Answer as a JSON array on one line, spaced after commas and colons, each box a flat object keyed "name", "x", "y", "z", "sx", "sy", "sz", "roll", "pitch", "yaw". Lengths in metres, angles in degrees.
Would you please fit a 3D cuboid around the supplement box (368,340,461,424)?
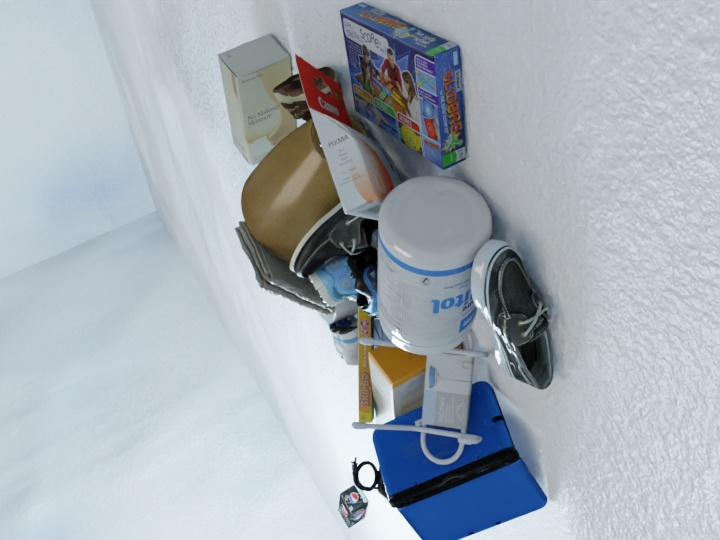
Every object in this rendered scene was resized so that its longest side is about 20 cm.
[{"name": "supplement box", "x": 0.086, "y": 0.180, "z": 1.157, "sx": 0.074, "sy": 0.125, "sz": 0.201, "roll": 49, "pitch": 156, "yaw": 38}]

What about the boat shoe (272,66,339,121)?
[{"name": "boat shoe", "x": -0.067, "y": -0.250, "z": 1.104, "sx": 0.075, "sy": 0.074, "sz": 0.202, "roll": 59, "pitch": 172, "yaw": -22}]

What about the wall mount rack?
[{"name": "wall mount rack", "x": 0.084, "y": 0.162, "z": 1.025, "sx": 0.074, "sy": 0.172, "sz": 0.202, "roll": 18, "pitch": -104, "yaw": -68}]

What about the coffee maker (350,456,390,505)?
[{"name": "coffee maker", "x": 0.108, "y": 0.351, "z": 1.223, "sx": 0.200, "sy": 0.190, "sz": 0.136, "roll": 148, "pitch": 109, "yaw": -70}]

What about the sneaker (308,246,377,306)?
[{"name": "sneaker", "x": 0.000, "y": 0.000, "z": 1.152, "sx": 0.079, "sy": 0.090, "sz": 0.200, "roll": 56, "pitch": -159, "yaw": 2}]

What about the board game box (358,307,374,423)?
[{"name": "board game box", "x": 0.010, "y": 0.142, "z": 1.218, "sx": 0.096, "sy": 0.030, "sz": 0.202, "roll": 69, "pitch": -157, "yaw": -81}]

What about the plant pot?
[{"name": "plant pot", "x": -0.064, "y": -0.138, "z": 1.098, "sx": 0.187, "sy": 0.185, "sz": 0.200, "roll": 59, "pitch": 149, "yaw": 12}]

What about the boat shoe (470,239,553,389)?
[{"name": "boat shoe", "x": 0.181, "y": 0.051, "z": 0.837, "sx": 0.071, "sy": 0.072, "sz": 0.201, "roll": 27, "pitch": 150, "yaw": 47}]

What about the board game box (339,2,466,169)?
[{"name": "board game box", "x": 0.047, "y": -0.218, "z": 0.871, "sx": 0.200, "sy": 0.034, "sz": 0.136, "roll": 44, "pitch": 153, "yaw": 45}]

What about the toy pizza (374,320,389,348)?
[{"name": "toy pizza", "x": 0.052, "y": 0.128, "z": 1.295, "sx": 0.200, "sy": 0.031, "sz": 0.202, "roll": 166, "pitch": 90, "yaw": -74}]

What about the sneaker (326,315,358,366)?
[{"name": "sneaker", "x": -0.025, "y": 0.123, "z": 1.381, "sx": 0.200, "sy": 0.074, "sz": 0.088, "roll": -93, "pitch": -9, "yaw": -78}]

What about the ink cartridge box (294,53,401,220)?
[{"name": "ink cartridge box", "x": -0.004, "y": -0.164, "z": 0.929, "sx": 0.162, "sy": 0.050, "sz": 0.202, "roll": -1, "pitch": -106, "yaw": -72}]

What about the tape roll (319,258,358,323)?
[{"name": "tape roll", "x": -0.055, "y": -0.012, "z": 1.335, "sx": 0.204, "sy": 0.070, "sz": 0.203, "roll": 90, "pitch": 154, "yaw": -46}]

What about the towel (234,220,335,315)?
[{"name": "towel", "x": -0.119, "y": -0.001, "z": 1.201, "sx": 0.200, "sy": 0.034, "sz": 0.133, "roll": 30, "pitch": -153, "yaw": -55}]

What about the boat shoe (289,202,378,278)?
[{"name": "boat shoe", "x": -0.018, "y": -0.053, "z": 1.043, "sx": 0.068, "sy": 0.200, "sz": 0.072, "roll": 53, "pitch": -167, "yaw": 17}]

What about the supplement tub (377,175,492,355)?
[{"name": "supplement tub", "x": 0.085, "y": -0.003, "z": 0.908, "sx": 0.132, "sy": 0.131, "sz": 0.201, "roll": 51, "pitch": 159, "yaw": 32}]

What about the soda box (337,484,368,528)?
[{"name": "soda box", "x": -0.024, "y": 0.718, "z": 2.277, "sx": 0.071, "sy": 0.063, "sz": 0.201, "roll": 54, "pitch": 160, "yaw": 25}]

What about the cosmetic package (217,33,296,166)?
[{"name": "cosmetic package", "x": -0.170, "y": -0.285, "z": 1.273, "sx": 0.071, "sy": 0.105, "sz": 0.201, "roll": 51, "pitch": 159, "yaw": 29}]

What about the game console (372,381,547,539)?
[{"name": "game console", "x": 0.141, "y": 0.284, "z": 1.087, "sx": 0.118, "sy": 0.199, "sz": 0.172, "roll": 39, "pitch": -151, "yaw": -55}]

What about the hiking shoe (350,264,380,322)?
[{"name": "hiking shoe", "x": 0.039, "y": 0.043, "z": 1.117, "sx": 0.201, "sy": 0.086, "sz": 0.075, "roll": 77, "pitch": -166, "yaw": -57}]
